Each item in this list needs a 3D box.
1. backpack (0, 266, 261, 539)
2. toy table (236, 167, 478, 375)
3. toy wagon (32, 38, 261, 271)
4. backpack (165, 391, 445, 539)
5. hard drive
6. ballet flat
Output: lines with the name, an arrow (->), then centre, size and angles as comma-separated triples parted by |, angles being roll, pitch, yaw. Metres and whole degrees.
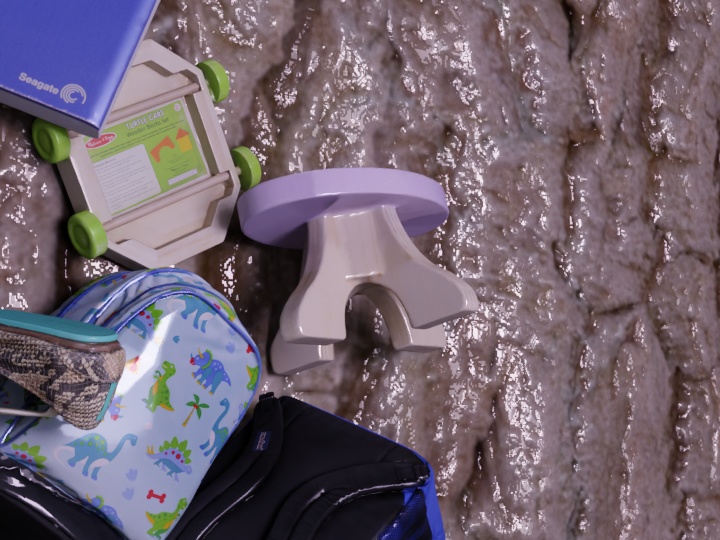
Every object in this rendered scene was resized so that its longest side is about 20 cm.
backpack -> -0.158, 0.091, 0.832 | 0.163, 0.153, 0.200 | 47, 48, -22
toy table -> 0.000, 0.000, 0.950 | 0.199, 0.184, 0.118 | 1, 72, -42
toy wagon -> -0.158, -0.103, 0.903 | 0.155, 0.039, 0.201 | -28, 103, -39
backpack -> -0.048, 0.219, 0.887 | 0.200, 0.162, 0.168 | -43, 134, -37
hard drive -> -0.198, -0.201, 0.848 | 0.131, 0.025, 0.201 | 21, 70, -6
ballet flat -> -0.228, 0.044, 0.751 | 0.068, 0.199, 0.076 | -6, 114, -66
